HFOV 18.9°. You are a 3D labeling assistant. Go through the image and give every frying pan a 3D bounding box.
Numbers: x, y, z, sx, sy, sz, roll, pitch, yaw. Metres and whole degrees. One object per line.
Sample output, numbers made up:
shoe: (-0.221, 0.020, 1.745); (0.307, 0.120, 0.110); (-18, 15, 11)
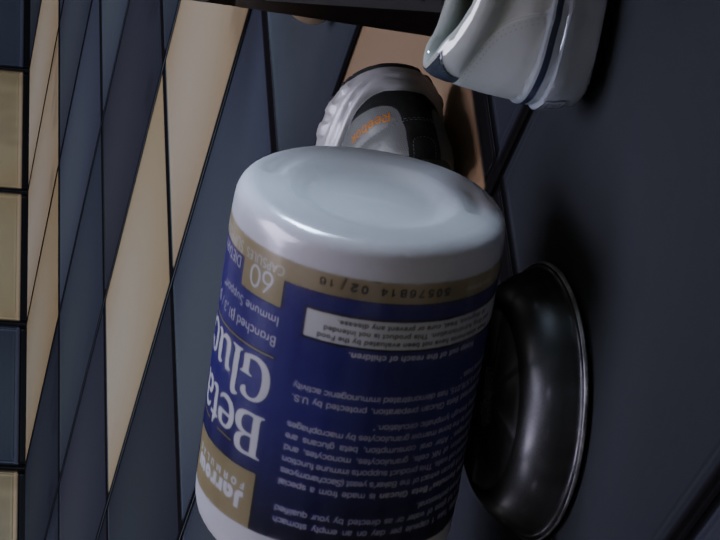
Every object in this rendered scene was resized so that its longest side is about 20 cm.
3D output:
frying pan: (0.057, 0.037, 0.924); (0.190, 0.031, 0.115); (-118, 35, -60)

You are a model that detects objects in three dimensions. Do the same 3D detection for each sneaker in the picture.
sneaker: (0.068, -0.163, 0.840); (0.073, 0.070, 0.201); (-140, 58, -73)
sneaker: (0.000, 0.000, 1.076); (0.079, 0.074, 0.201); (-113, 30, -52)

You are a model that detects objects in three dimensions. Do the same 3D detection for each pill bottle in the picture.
pill bottle: (-0.010, 0.060, 0.892); (0.111, 0.111, 0.201); (-115, 31, -63)

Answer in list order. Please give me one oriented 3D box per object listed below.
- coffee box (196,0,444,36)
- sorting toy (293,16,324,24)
coffee box: (-0.037, -0.181, 1.005); (0.113, 0.199, 0.080); (-100, 22, -48)
sorting toy: (-0.082, -0.253, 1.281); (0.200, 0.036, 0.185); (51, 173, 13)
